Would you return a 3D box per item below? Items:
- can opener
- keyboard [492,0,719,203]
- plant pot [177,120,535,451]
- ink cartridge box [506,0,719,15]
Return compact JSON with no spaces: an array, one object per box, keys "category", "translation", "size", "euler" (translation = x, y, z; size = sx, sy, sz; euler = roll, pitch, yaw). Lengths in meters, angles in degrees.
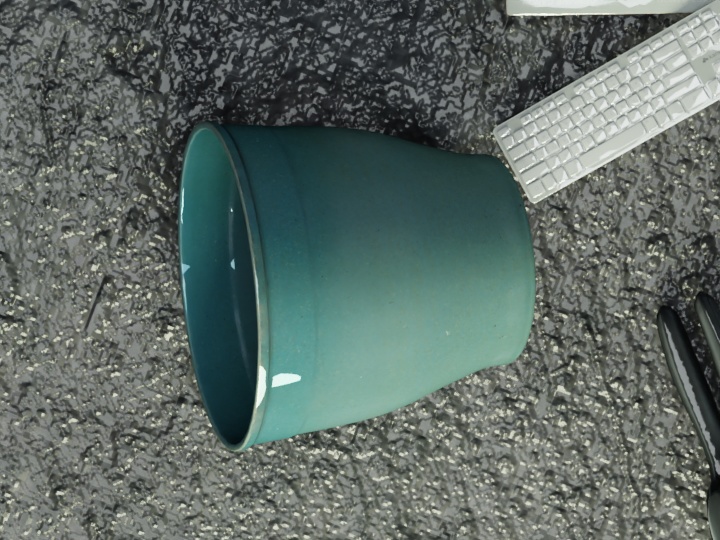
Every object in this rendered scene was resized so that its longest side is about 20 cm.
[{"category":"can opener","translation":[0.245,0.111,1.440],"size":[0.063,0.079,0.201],"euler":[-14,87,7]},{"category":"keyboard","translation":[0.183,-0.115,1.415],"size":[0.200,0.011,0.056],"euler":[-30,80,12]},{"category":"plant pot","translation":[0.000,0.000,1.362],"size":[0.187,0.200,0.201],"euler":[-6,96,-17]},{"category":"ink cartridge box","translation":[0.168,-0.266,1.412],"size":[0.160,0.047,0.201],"euler":[-2,101,-3]}]
